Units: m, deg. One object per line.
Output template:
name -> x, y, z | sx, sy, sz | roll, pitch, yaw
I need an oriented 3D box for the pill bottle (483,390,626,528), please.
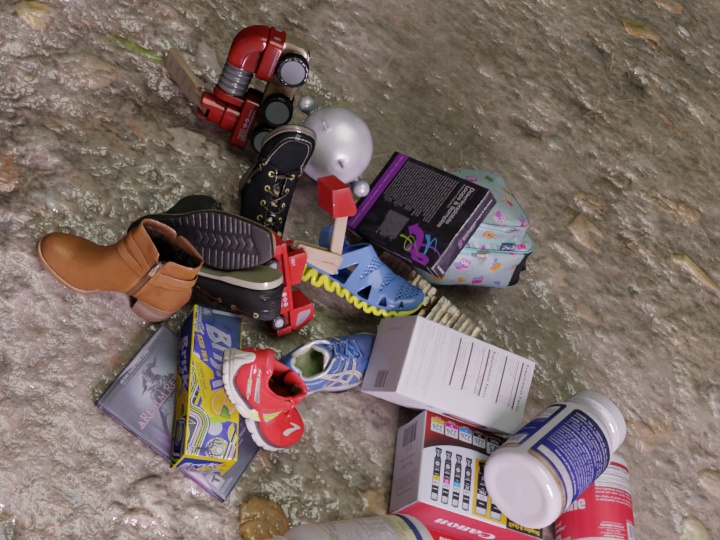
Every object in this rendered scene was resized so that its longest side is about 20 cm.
pill bottle -> 0.266, 0.247, 1.302 | 0.200, 0.116, 0.116 | -29, 79, -40

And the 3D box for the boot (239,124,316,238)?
boot -> -0.117, -0.094, 1.335 | 0.073, 0.204, 0.154 | 13, 61, -23

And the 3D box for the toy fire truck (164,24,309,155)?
toy fire truck -> -0.190, -0.289, 1.434 | 0.200, 0.176, 0.129 | 19, 27, -12

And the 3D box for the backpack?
backpack -> 0.152, -0.064, 1.499 | 0.200, 0.154, 0.176 | -5, 46, -17

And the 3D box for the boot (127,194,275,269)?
boot -> -0.188, -0.066, 1.284 | 0.200, 0.078, 0.138 | 9, 25, 16

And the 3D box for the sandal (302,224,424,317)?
sandal -> 0.000, 0.000, 1.377 | 0.200, 0.087, 0.080 | 23, 25, 6

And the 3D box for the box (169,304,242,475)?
box -> -0.191, 0.148, 1.212 | 0.070, 0.064, 0.200 | 13, 57, -24

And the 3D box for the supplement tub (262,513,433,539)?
supplement tub -> -0.018, 0.371, 1.153 | 0.200, 0.145, 0.145 | 1, 62, -29

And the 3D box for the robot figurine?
robot figurine -> -0.038, -0.184, 1.439 | 0.113, 0.200, 0.170 | -36, 95, 3

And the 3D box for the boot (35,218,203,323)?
boot -> -0.299, -0.016, 1.209 | 0.200, 0.155, 0.077 | 35, 51, -8

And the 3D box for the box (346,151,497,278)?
box -> 0.083, -0.084, 1.418 | 0.143, 0.200, 0.036 | -53, 136, -9

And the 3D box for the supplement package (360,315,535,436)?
supplement package -> 0.122, 0.147, 1.343 | 0.200, 0.114, 0.110 | 22, 76, -22

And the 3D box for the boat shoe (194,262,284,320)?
boat shoe -> -0.188, 0.014, 1.272 | 0.201, 0.063, 0.074 | 18, 29, 29

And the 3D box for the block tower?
block tower -> 0.092, 0.055, 1.455 | 0.200, 0.058, 0.054 | 42, 63, -4

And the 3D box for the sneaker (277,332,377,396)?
sneaker -> -0.040, 0.128, 1.326 | 0.200, 0.077, 0.076 | -20, 72, -40

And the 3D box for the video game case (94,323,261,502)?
video game case -> -0.215, 0.179, 1.233 | 0.200, 0.019, 0.143 | 39, 51, -6

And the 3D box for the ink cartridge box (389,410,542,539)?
ink cartridge box -> 0.147, 0.311, 1.322 | 0.200, 0.084, 0.176 | 21, 54, -19

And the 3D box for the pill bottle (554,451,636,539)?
pill bottle -> 0.335, 0.329, 1.403 | 0.112, 0.112, 0.200 | 16, 55, -21

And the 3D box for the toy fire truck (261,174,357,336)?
toy fire truck -> -0.073, -0.017, 1.314 | 0.141, 0.200, 0.049 | -19, 35, -23

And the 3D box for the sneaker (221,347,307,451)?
sneaker -> -0.102, 0.162, 1.196 | 0.085, 0.200, 0.077 | -9, 53, 15
